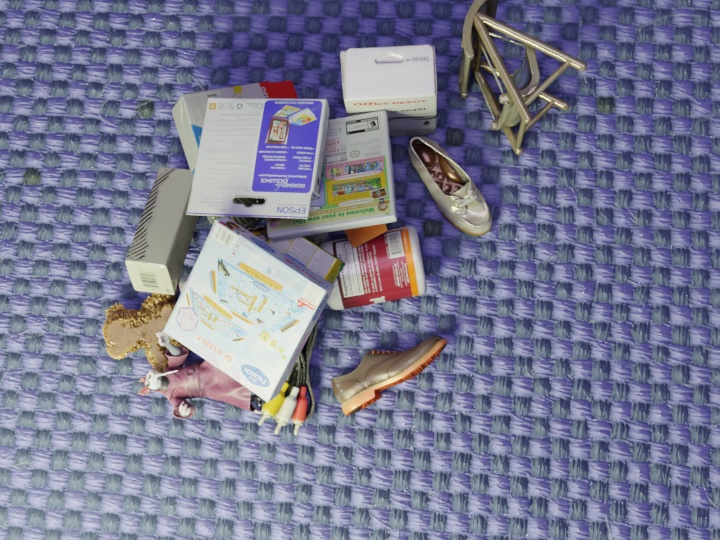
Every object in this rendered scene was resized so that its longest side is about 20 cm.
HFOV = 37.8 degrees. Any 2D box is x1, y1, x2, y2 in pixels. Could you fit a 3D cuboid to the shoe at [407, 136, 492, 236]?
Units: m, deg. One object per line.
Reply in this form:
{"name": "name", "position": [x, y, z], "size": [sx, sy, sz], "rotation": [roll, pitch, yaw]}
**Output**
{"name": "shoe", "position": [0.143, -0.139, 1.714], "size": [0.070, 0.053, 0.200], "rotation": [-38, 81, -2]}

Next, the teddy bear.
{"name": "teddy bear", "position": [-0.316, 0.093, 1.711], "size": [0.199, 0.067, 0.146], "rotation": [-26, 90, -7]}

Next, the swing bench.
{"name": "swing bench", "position": [0.232, -0.316, 1.662], "size": [0.130, 0.199, 0.200], "rotation": [-43, 80, -3]}

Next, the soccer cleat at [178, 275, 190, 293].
{"name": "soccer cleat", "position": [-0.195, 0.031, 1.687], "size": [0.199, 0.085, 0.069], "rotation": [2, 104, -30]}

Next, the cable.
{"name": "cable", "position": [-0.092, 0.163, 1.659], "size": [0.097, 0.050, 0.201], "rotation": [20, 91, -31]}

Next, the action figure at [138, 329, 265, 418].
{"name": "action figure", "position": [-0.254, 0.167, 1.660], "size": [0.199, 0.149, 0.135], "rotation": [-6, 77, 10]}

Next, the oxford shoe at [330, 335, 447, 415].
{"name": "oxford shoe", "position": [0.044, 0.149, 1.669], "size": [0.199, 0.071, 0.073], "rotation": [-31, 75, -1]}

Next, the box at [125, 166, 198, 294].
{"name": "box", "position": [-0.310, -0.065, 1.679], "size": [0.068, 0.082, 0.201], "rotation": [6, 52, 6]}

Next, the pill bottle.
{"name": "pill bottle", "position": [0.000, 0.000, 1.673], "size": [0.199, 0.113, 0.114], "rotation": [-10, 81, 3]}

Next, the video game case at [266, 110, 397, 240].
{"name": "video game case", "position": [-0.049, -0.145, 1.603], "size": [0.199, 0.022, 0.183], "rotation": [-8, 68, 10]}

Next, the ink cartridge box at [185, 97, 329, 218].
{"name": "ink cartridge box", "position": [-0.154, -0.167, 1.599], "size": [0.197, 0.043, 0.201], "rotation": [3, 71, 14]}

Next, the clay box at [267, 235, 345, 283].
{"name": "clay box", "position": [-0.125, 0.042, 1.611], "size": [0.115, 0.048, 0.200], "rotation": [33, 92, 18]}

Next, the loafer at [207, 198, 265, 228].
{"name": "loafer", "position": [-0.160, -0.136, 1.690], "size": [0.200, 0.070, 0.075], "rotation": [-35, 115, 0]}

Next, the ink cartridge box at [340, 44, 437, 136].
{"name": "ink cartridge box", "position": [0.048, -0.280, 1.668], "size": [0.145, 0.200, 0.085], "rotation": [-3, 81, 4]}

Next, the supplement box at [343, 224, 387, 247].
{"name": "supplement box", "position": [-0.027, -0.130, 1.671], "size": [0.066, 0.069, 0.200], "rotation": [-28, 49, 0]}

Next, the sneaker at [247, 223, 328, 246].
{"name": "sneaker", "position": [-0.142, -0.042, 1.704], "size": [0.199, 0.082, 0.078], "rotation": [-25, 80, -1]}

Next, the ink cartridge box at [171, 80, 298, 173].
{"name": "ink cartridge box", "position": [-0.194, -0.238, 1.722], "size": [0.199, 0.067, 0.117], "rotation": [-14, 79, -28]}

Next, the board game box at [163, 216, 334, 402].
{"name": "board game box", "position": [-0.167, 0.057, 1.552], "size": [0.200, 0.041, 0.200], "rotation": [33, 108, 12]}
